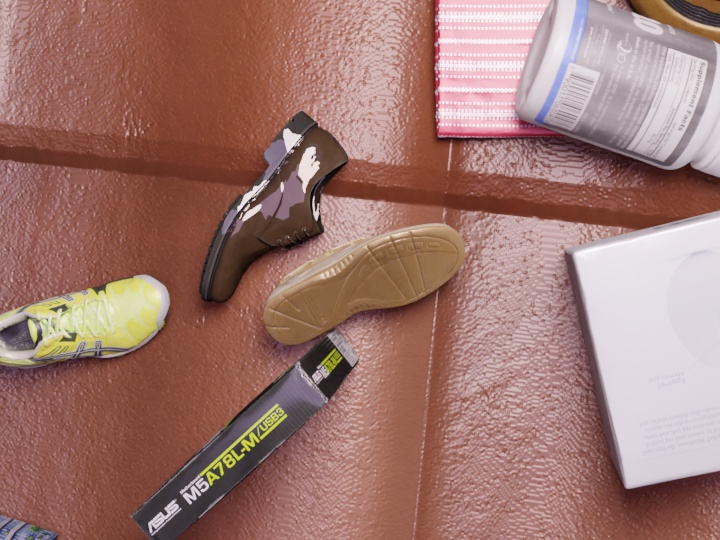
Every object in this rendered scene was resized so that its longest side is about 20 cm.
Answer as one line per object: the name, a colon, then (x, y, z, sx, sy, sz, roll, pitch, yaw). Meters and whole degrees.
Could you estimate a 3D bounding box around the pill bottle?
pill bottle: (0.242, -0.154, 0.846, 0.196, 0.114, 0.116, 18, 96, -3)

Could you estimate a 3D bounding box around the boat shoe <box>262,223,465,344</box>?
boat shoe: (0.000, 0.000, 0.922, 0.197, 0.069, 0.075, -21, 114, 5)

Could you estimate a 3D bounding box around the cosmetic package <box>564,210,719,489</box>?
cosmetic package: (0.296, 0.057, 0.850, 0.196, 0.123, 0.204, -13, 90, 9)

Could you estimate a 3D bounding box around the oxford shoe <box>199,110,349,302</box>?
oxford shoe: (-0.081, -0.044, 0.934, 0.084, 0.073, 0.201, 36, 98, 4)

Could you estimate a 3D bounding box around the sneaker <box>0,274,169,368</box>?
sneaker: (-0.281, 0.058, 0.969, 0.197, 0.076, 0.077, -19, 88, 9)

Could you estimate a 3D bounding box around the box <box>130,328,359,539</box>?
box: (-0.093, 0.142, 0.881, 0.192, 0.200, 0.048, -41, 89, 10)

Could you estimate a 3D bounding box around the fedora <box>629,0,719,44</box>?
fedora: (0.322, -0.276, 0.834, 0.198, 0.202, 0.082, 24, 52, 8)

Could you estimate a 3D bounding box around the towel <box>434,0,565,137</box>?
towel: (0.139, -0.226, 0.914, 0.142, 0.022, 0.204, 1, 95, 7)

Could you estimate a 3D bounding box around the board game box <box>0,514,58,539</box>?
board game box: (-0.431, 0.346, 1.016, 0.196, 0.062, 0.204, 14, 95, 8)
